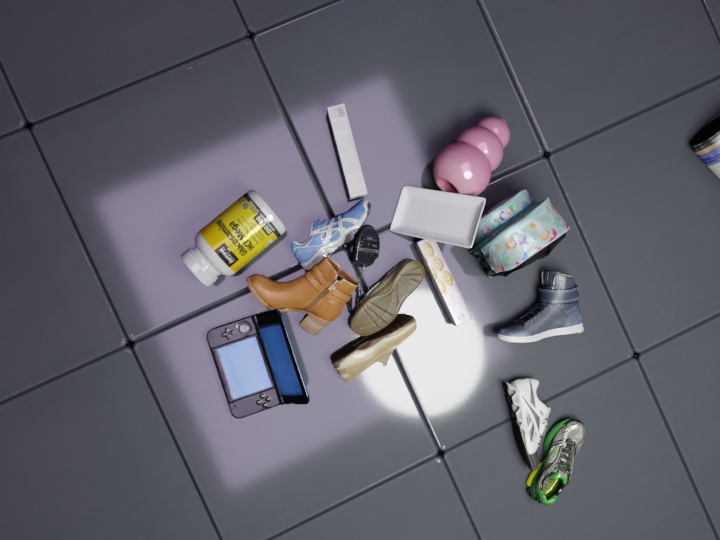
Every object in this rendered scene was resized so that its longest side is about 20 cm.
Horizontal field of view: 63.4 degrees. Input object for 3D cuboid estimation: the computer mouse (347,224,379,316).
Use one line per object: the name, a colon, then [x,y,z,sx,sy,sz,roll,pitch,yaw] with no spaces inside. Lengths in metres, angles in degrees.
computer mouse: [0.000,0.000,1.258,0.059,0.034,0.200,10,93,-30]

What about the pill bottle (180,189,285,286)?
pill bottle: [-0.261,-0.063,1.190,0.200,0.112,0.112,-41,93,-5]

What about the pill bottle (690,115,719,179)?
pill bottle: [0.849,-0.245,1.301,0.200,0.112,0.112,44,85,-3]

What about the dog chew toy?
dog chew toy: [0.245,-0.248,1.243,0.125,0.125,0.200,40,78,-3]

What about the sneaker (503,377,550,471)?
sneaker: [0.376,0.331,1.261,0.088,0.074,0.200,-11,90,-4]

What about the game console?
game console: [-0.212,0.194,1.187,0.171,0.118,0.200,-18,90,-6]

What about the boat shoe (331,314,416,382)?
boat shoe: [0.039,0.169,1.244,0.200,0.072,0.076,-29,106,2]

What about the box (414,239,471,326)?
box: [0.178,0.022,1.259,0.041,0.039,0.200,-25,91,-5]

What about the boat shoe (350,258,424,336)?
boat shoe: [0.053,0.055,1.246,0.073,0.063,0.201,40,88,-20]

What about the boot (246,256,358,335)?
boot: [-0.117,0.027,1.196,0.200,0.074,0.155,33,114,-17]

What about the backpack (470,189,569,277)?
backpack: [0.324,-0.075,1.203,0.177,0.200,0.151,-34,91,-4]

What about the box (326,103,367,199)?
box: [-0.030,-0.255,1.253,0.041,0.039,0.200,-16,90,-4]

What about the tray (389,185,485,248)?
tray: [0.162,-0.114,1.229,0.200,0.022,0.108,15,87,34]

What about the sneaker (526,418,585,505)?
sneaker: [0.436,0.416,1.260,0.078,0.085,0.200,26,86,-4]

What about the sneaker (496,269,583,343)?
sneaker: [0.382,0.075,1.259,0.202,0.077,0.146,-10,101,-15]

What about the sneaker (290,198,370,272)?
sneaker: [-0.060,-0.085,1.228,0.200,0.076,0.077,-43,97,-6]
